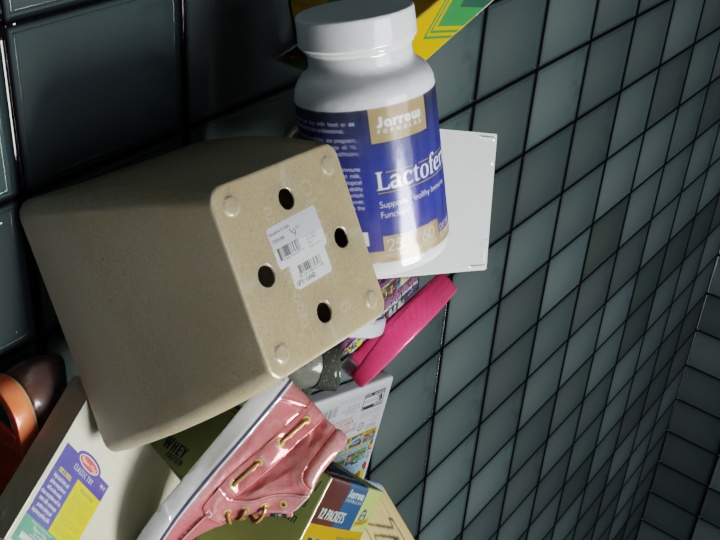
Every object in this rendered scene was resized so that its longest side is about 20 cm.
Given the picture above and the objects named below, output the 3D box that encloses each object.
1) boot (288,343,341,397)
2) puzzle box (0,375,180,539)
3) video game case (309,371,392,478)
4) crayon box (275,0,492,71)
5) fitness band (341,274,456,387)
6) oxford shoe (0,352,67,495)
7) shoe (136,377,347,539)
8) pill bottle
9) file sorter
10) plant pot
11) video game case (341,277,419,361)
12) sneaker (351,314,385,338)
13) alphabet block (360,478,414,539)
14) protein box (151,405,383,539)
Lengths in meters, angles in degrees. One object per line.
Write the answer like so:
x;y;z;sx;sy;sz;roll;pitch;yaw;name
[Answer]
-0.104;0.090;0.995;0.128;0.200;0.069;5;79;-18;boot
-0.213;0.192;0.814;0.134;0.025;0.201;-64;152;-30;puzzle box
-0.040;0.229;1.262;0.199;0.023;0.185;-10;120;-57;video game case
0.027;-0.242;0.917;0.200;0.126;0.051;-46;145;-32;crayon box
0.047;0.066;1.174;0.144;0.037;0.200;-46;178;22;fitness band
-0.252;0.160;0.815;0.072;0.070;0.203;-35;138;-44;oxford shoe
-0.101;0.188;0.838;0.201;0.091;0.071;-50;179;-4;shoe
0.007;-0.108;0.804;0.115;0.114;0.203;-33;124;-43;pill bottle
0.027;-0.073;1.003;0.198;0.123;0.142;-4;100;-48;file sorter
-0.100;0.003;0.761;0.199;0.175;0.203;-28;104;-47;plant pot
0.000;0.000;1.143;0.200;0.035;0.183;-41;143;-36;video game case
-0.026;0.030;1.020;0.199;0.072;0.072;11;85;-65;sneaker
-0.029;0.373;1.145;0.195;0.201;0.196;-41;151;10;alphabet block
-0.121;0.250;0.963;0.202;0.197;0.135;-62;152;-5;protein box
